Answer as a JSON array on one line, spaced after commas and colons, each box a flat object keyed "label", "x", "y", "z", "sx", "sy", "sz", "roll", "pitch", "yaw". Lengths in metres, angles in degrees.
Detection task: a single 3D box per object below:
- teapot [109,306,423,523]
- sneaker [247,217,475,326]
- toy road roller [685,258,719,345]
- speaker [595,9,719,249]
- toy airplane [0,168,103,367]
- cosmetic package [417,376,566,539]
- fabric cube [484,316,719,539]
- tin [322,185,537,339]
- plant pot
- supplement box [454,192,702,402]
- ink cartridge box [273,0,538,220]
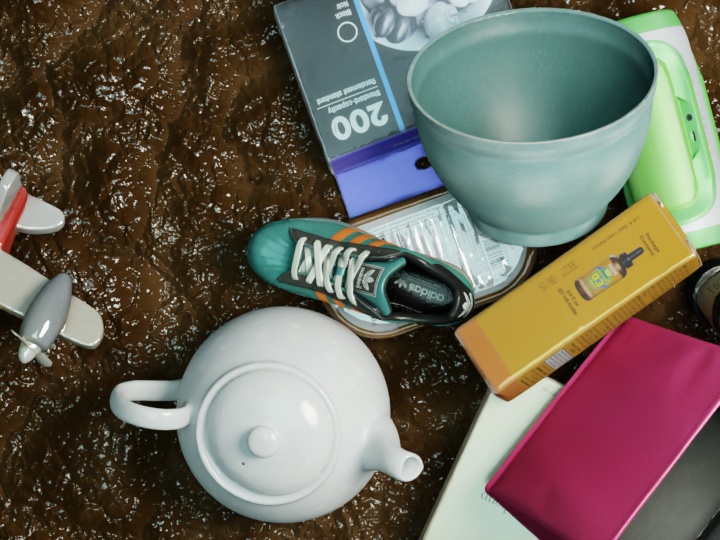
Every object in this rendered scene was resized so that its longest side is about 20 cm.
[{"label": "teapot", "x": -0.075, "y": 0.127, "z": 1.543, "sx": 0.200, "sy": 0.146, "sz": 0.198, "roll": -34, "pitch": 92, "yaw": 12}, {"label": "sneaker", "x": 0.000, "y": 0.000, "z": 1.545, "sx": 0.199, "sy": 0.080, "sz": 0.072, "roll": 13, "pitch": 93, "yaw": 3}, {"label": "toy road roller", "x": 0.381, "y": 0.031, "z": 1.547, "sx": 0.200, "sy": 0.123, "sz": 0.146, "roll": -35, "pitch": 102, "yaw": 3}, {"label": "speaker", "x": 0.255, "y": -0.114, "z": 1.569, "sx": 0.088, "sy": 0.088, "sz": 0.201, "roll": -14, "pitch": 89, "yaw": 3}, {"label": "toy airplane", "x": -0.337, "y": 0.003, "z": 1.574, "sx": 0.199, "sy": 0.141, "sz": 0.200, "roll": -18, "pitch": 88, "yaw": 3}, {"label": "cosmetic package", "x": 0.126, "y": 0.185, "z": 1.580, "sx": 0.103, "sy": 0.073, "sz": 0.201, "roll": 24, "pitch": 90, "yaw": 3}, {"label": "fabric cube", "x": 0.259, "y": 0.182, "z": 1.465, "sx": 0.200, "sy": 0.199, "sz": 0.196, "roll": 42, "pitch": 81, "yaw": -22}, {"label": "tin", "x": 0.057, "y": -0.011, "z": 1.602, "sx": 0.199, "sy": 0.042, "sz": 0.113, "roll": -20, "pitch": 87, "yaw": 3}, {"label": "plant pot", "x": 0.141, "y": -0.105, "z": 1.508, "sx": 0.199, "sy": 0.201, "sz": 0.135, "roll": -4, "pitch": 127, "yaw": 3}, {"label": "supplement box", "x": 0.178, "y": 0.023, "z": 1.505, "sx": 0.200, "sy": 0.069, "sz": 0.067, "roll": -36, "pitch": 71, "yaw": 9}, {"label": "ink cartridge box", "x": 0.047, "y": -0.169, "z": 1.604, "sx": 0.197, "sy": 0.043, "sz": 0.201, "roll": -20, "pitch": 90, "yaw": 3}]
